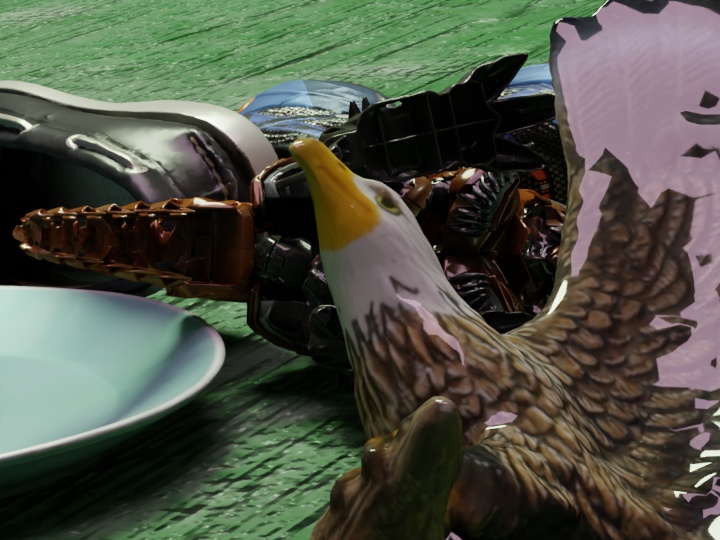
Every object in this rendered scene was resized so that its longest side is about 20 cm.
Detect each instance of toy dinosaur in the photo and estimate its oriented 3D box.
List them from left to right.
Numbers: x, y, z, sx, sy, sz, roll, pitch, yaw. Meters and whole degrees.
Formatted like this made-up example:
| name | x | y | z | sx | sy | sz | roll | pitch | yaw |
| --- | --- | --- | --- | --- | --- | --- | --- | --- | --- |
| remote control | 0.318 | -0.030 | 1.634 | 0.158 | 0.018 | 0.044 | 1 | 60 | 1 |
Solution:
| name | x | y | z | sx | sy | sz | roll | pitch | yaw |
| --- | --- | --- | --- | --- | --- | --- | --- | --- | --- |
| toy dinosaur | 0.000 | 0.000 | 0.851 | 0.199 | 0.103 | 0.136 | -20 | 6 | -24 |

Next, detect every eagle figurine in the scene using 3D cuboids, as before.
| name | x | y | z | sx | sy | sz | roll | pitch | yaw |
| --- | --- | --- | --- | --- | --- | --- | --- | --- | --- |
| eagle figurine | 0.034 | 0.031 | 0.566 | 0.151 | 0.152 | 0.200 | 4 | 16 | 24 |

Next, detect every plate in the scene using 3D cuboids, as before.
| name | x | y | z | sx | sy | sz | roll | pitch | yaw |
| --- | --- | --- | --- | --- | --- | --- | --- | --- | --- |
| plate | -0.138 | 0.041 | 0.825 | 0.199 | 0.026 | 0.200 | -3 | 14 | 1 |

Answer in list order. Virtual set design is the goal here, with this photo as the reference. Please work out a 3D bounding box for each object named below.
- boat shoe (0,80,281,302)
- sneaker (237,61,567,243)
| name | x | y | z | sx | sy | sz | roll | pitch | yaw |
| --- | --- | --- | --- | --- | --- | --- | --- | --- | --- |
| boat shoe | -0.114 | -0.021 | 0.954 | 0.199 | 0.074 | 0.060 | 6 | 22 | 42 |
| sneaker | 0.020 | -0.025 | 0.971 | 0.199 | 0.076 | 0.078 | -3 | 21 | 38 |
